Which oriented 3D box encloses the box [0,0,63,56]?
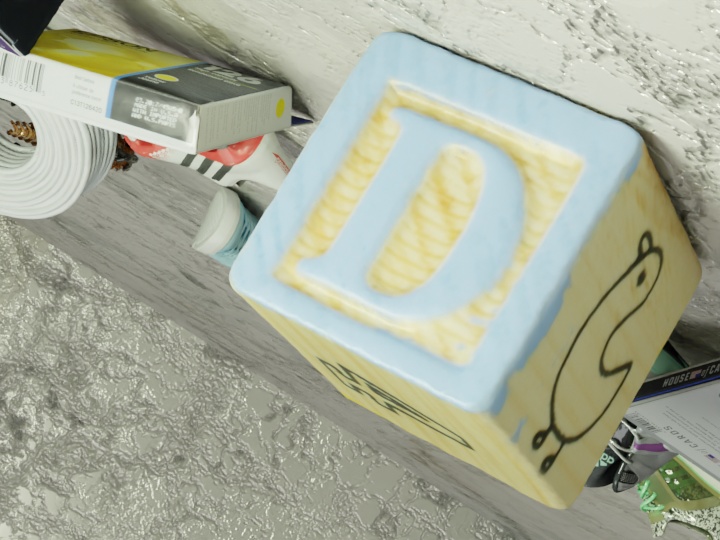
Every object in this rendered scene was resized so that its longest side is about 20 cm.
[{"bbox_3d":[-0.311,-0.256,1.277,0.199,0.105,0.148,26,169,28],"label":"box"}]

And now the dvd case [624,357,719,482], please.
[{"bbox_3d":[0.298,0.112,1.300,0.150,0.025,0.200,35,153,-19],"label":"dvd case"}]

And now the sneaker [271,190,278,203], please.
[{"bbox_3d":[0.000,0.000,1.639,0.199,0.087,0.080,35,168,-14],"label":"sneaker"}]

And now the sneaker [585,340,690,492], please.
[{"bbox_3d":[0.206,0.126,1.438,0.078,0.140,0.200,53,-178,33],"label":"sneaker"}]

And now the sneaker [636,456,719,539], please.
[{"bbox_3d":[0.295,0.214,1.781,0.199,0.089,0.077,30,170,13],"label":"sneaker"}]

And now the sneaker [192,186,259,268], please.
[{"bbox_3d":[-0.126,-0.038,1.913,0.082,0.074,0.200,24,179,-7],"label":"sneaker"}]

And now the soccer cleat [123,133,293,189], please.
[{"bbox_3d":[-0.135,-0.109,1.578,0.199,0.069,0.085,13,156,48],"label":"soccer cleat"}]

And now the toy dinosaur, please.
[{"bbox_3d":[-0.303,-0.141,1.874,0.135,0.103,0.200,19,164,19],"label":"toy dinosaur"}]

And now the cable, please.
[{"bbox_3d":[-0.326,-0.143,1.714,0.199,0.069,0.201,23,128,6],"label":"cable"}]

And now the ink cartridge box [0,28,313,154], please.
[{"bbox_3d":[-0.159,-0.141,1.369,0.196,0.047,0.200,16,-162,20],"label":"ink cartridge box"}]

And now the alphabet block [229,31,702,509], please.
[{"bbox_3d":[0.071,0.003,1.133,0.196,0.196,0.200,28,171,29],"label":"alphabet block"}]
